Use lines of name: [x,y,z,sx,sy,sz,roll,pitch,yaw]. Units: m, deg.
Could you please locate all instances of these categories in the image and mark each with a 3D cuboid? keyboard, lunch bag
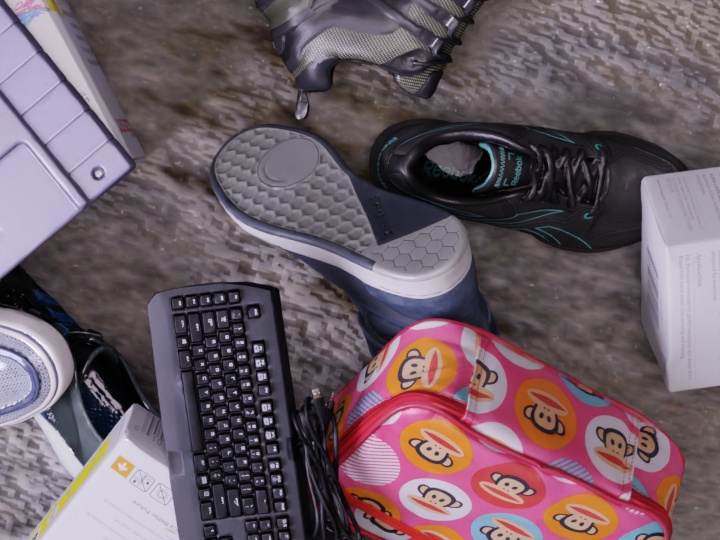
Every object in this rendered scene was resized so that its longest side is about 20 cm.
keyboard: [-0.058,0.105,1.620,0.103,0.040,0.201,-9,102,-2]
lunch bag: [0.072,0.124,1.694,0.199,0.176,0.082,28,51,-15]

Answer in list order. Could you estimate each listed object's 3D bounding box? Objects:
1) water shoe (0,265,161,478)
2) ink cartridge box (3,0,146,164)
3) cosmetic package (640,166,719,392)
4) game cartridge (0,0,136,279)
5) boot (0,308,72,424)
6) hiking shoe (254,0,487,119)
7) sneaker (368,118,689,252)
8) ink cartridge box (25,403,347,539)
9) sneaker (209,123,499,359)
water shoe: [-0.180,0.046,1.712,0.200,0.079,0.072,47,51,-10]
ink cartridge box: [-0.209,-0.134,1.679,0.084,0.145,0.201,-27,93,0]
cosmetic package: [0.272,-0.004,1.715,0.199,0.081,0.113,-7,125,-4]
game cartridge: [-0.241,-0.045,1.598,0.200,0.038,0.130,-40,96,5]
boot: [-0.266,0.077,1.663,0.199,0.090,0.073,-9,113,30]
hiking shoe: [0.042,-0.158,1.732,0.199,0.076,0.101,-16,101,7]
sneaker: [0.105,-0.050,1.728,0.199,0.079,0.076,3,91,-4]
ink cartridge box: [-0.108,0.203,1.715,0.197,0.047,0.200,33,123,-13]
sneaker: [-0.001,0.001,1.728,0.202,0.146,0.077,32,69,37]
